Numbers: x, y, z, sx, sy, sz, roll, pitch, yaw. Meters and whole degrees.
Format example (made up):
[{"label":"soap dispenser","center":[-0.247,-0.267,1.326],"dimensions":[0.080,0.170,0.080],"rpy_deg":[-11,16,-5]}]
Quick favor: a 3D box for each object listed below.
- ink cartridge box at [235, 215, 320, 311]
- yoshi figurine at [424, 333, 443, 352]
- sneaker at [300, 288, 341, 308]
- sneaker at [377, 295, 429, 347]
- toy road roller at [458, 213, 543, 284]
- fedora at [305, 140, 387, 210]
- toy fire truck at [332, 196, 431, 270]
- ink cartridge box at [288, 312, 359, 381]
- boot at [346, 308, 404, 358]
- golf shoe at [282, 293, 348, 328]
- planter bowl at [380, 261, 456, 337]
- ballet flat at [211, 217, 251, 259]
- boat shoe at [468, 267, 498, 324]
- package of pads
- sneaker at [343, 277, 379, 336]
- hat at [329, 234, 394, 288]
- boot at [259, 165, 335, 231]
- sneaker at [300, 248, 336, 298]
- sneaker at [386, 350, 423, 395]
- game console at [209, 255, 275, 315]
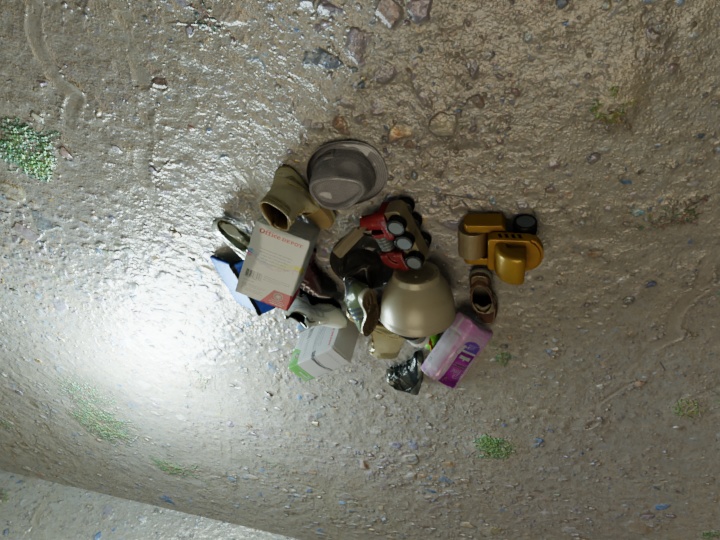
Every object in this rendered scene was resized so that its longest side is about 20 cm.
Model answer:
[{"label":"ink cartridge box","center":[-0.208,-0.031,1.511],"dimensions":[0.145,0.145,0.200],"rpy_deg":[22,110,0]},{"label":"yoshi figurine","center":[0.227,0.198,1.712],"dimensions":[0.112,0.112,0.200],"rpy_deg":[-38,136,-2]},{"label":"sneaker","center":[-0.151,0.090,1.721],"dimensions":[0.087,0.076,0.200],"rpy_deg":[-23,123,40]},{"label":"sneaker","center":[0.102,0.129,1.612],"dimensions":[0.200,0.074,0.087],"rpy_deg":[40,172,23]},{"label":"toy road roller","center":[0.327,-0.046,1.394],"dimensions":[0.199,0.146,0.123],"rpy_deg":[3,133,14]},{"label":"fedora","center":[-0.042,-0.206,1.389],"dimensions":[0.199,0.090,0.177],"rpy_deg":[-3,132,19]},{"label":"toy fire truck","center":[0.051,-0.071,1.477],"dimensions":[0.200,0.129,0.176],"rpy_deg":[-7,131,32]},{"label":"ink cartridge box","center":[-0.108,0.231,1.788],"dimensions":[0.200,0.146,0.084],"rpy_deg":[-28,120,36]},{"label":"boot","center":[0.039,0.182,1.741],"dimensions":[0.199,0.073,0.156],"rpy_deg":[17,134,-6]},{"label":"golf shoe","center":[-0.128,0.133,1.635],"dimensions":[0.200,0.097,0.078],"rpy_deg":[22,131,-17]},{"label":"planter bowl","center":[0.145,0.059,1.526],"dimensions":[0.200,0.200,0.135],"rpy_deg":[2,122,14]},{"label":"ballet flat","center":[-0.316,-0.075,1.600],"dimensions":[0.200,0.070,0.069],"rpy_deg":[36,132,-10]},{"label":"boat shoe","center":[0.321,0.081,1.568],"dimensions":[0.076,0.072,0.200],"rpy_deg":[-5,134,21]},{"label":"package of pads","center":[0.266,0.220,1.631],"dimensions":[0.120,0.076,0.200],"rpy_deg":[28,99,-41]},{"label":"sneaker","center":[-0.003,0.091,1.587],"dimensions":[0.090,0.067,0.200],"rpy_deg":[37,153,27]},{"label":"hat","center":[0.000,0.000,1.581],"dimensions":[0.200,0.081,0.201],"rpy_deg":[9,134,9]},{"label":"boot","center":[-0.151,-0.140,1.439],"dimensions":[0.073,0.156,0.200],"rpy_deg":[-24,122,33]},{"label":"sneaker","center":[-0.130,-0.004,1.625],"dimensions":[0.200,0.076,0.116],"rpy_deg":[28,122,-20]},{"label":"sneaker","center":[0.140,0.317,1.846],"dimensions":[0.114,0.076,0.200],"rpy_deg":[8,140,0]},{"label":"game console","center":[-0.320,0.022,1.742],"dimensions":[0.170,0.118,0.200],"rpy_deg":[-25,128,-4]}]
